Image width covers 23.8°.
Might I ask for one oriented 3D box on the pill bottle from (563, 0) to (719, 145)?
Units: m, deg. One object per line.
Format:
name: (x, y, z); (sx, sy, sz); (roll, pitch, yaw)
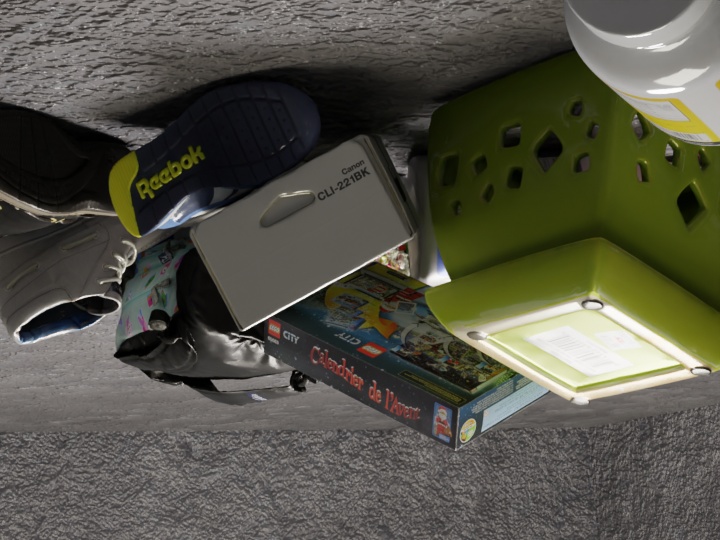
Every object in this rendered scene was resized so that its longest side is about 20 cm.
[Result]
pill bottle: (0.176, -0.141, 0.938); (0.111, 0.114, 0.200); (-8, 168, 23)

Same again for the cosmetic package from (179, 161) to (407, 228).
cosmetic package: (-0.055, -0.058, 1.464); (0.198, 0.051, 0.082); (6, 167, -41)

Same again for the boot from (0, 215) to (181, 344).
boot: (-0.212, -0.003, 1.414); (0.198, 0.096, 0.074); (-25, 145, -17)

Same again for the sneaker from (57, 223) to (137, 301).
sneaker: (-0.241, -0.023, 1.503); (0.073, 0.080, 0.200); (-6, 165, 15)

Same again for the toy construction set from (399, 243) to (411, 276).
toy construction set: (0.069, 0.022, 1.727); (0.199, 0.093, 0.131); (33, -161, 27)

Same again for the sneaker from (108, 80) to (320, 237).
sneaker: (-0.097, -0.087, 1.244); (0.199, 0.075, 0.082); (-20, 177, 39)

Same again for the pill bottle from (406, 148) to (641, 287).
pill bottle: (0.141, -0.044, 1.436); (0.197, 0.115, 0.114); (-3, 169, -5)

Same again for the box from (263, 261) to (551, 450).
box: (0.041, 0.062, 1.337); (0.199, 0.038, 0.136); (24, -146, 35)

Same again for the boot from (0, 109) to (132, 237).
boot: (-0.276, -0.066, 1.294); (0.149, 0.074, 0.199); (-10, 173, 28)

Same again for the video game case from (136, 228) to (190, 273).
video game case: (-0.121, -0.021, 1.651); (0.179, 0.046, 0.200); (-1, 169, -21)

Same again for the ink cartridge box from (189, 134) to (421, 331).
ink cartridge box: (-0.035, -0.033, 1.270); (0.143, 0.084, 0.200); (-28, -178, 5)

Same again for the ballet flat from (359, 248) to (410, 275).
ballet flat: (0.000, 0.000, 1.481); (0.075, 0.065, 0.200); (-9, 168, 21)

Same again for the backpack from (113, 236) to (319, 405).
backpack: (-0.130, 0.039, 1.504); (0.166, 0.128, 0.199); (27, 158, -27)

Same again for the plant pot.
plant pot: (0.168, -0.021, 1.229); (0.199, 0.183, 0.198); (29, 149, -34)
